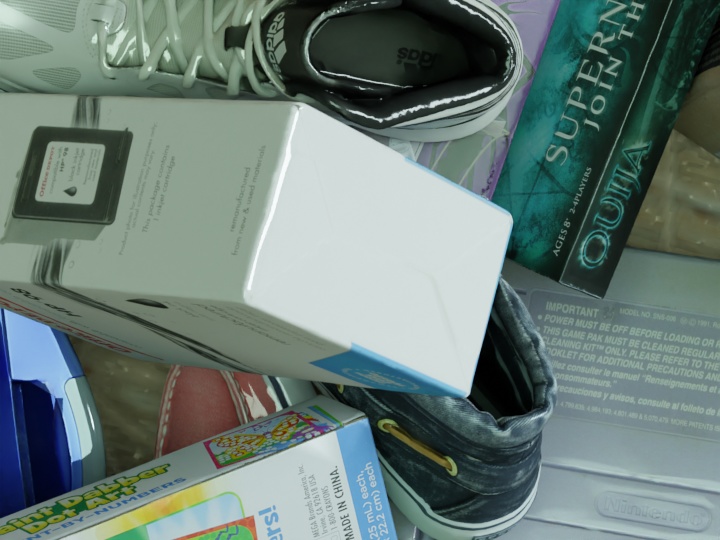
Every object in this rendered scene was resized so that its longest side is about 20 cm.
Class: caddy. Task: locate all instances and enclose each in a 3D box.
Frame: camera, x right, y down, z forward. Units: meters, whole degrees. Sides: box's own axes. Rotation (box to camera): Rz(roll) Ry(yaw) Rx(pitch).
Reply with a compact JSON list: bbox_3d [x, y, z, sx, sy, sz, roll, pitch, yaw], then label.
[{"bbox_3d":[-0.144,0.070,1.071,0.104,0.141,0.201,-7,94,5],"label":"caddy"}]

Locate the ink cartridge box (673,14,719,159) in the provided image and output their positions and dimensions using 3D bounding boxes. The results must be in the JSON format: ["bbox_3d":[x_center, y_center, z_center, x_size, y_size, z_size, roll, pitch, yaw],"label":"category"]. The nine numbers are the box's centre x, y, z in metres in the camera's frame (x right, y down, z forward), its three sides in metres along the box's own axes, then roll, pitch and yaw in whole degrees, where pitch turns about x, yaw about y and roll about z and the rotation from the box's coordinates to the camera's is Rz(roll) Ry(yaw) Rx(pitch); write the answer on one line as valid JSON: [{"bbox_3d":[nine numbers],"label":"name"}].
[{"bbox_3d":[0.214,-0.037,1.043,0.199,0.165,0.075,33,88,0],"label":"ink cartridge box"}]

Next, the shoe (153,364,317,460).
[{"bbox_3d":[-0.059,0.120,1.087,0.071,0.091,0.202,-1,97,38],"label":"shoe"}]

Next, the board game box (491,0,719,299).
[{"bbox_3d":[0.075,-0.104,1.066,0.028,0.135,0.201,20,93,-40],"label":"board game box"}]

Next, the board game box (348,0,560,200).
[{"bbox_3d":[-0.032,-0.104,1.029,0.199,0.032,0.121,19,85,-3],"label":"board game box"}]

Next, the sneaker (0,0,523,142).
[{"bbox_3d":[-0.042,-0.086,0.956,0.199,0.115,0.076,7,89,-2],"label":"sneaker"}]

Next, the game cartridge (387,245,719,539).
[{"bbox_3d":[0.115,0.058,1.095,0.199,0.038,0.130,9,75,10],"label":"game cartridge"}]

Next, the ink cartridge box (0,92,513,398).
[{"bbox_3d":[-0.064,-0.010,0.990,0.199,0.116,0.067,4,76,43],"label":"ink cartridge box"}]

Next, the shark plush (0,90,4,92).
[{"bbox_3d":[-0.199,-0.136,1.089,0.090,0.083,0.201,-25,92,2],"label":"shark plush"}]

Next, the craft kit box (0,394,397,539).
[{"bbox_3d":[-0.068,0.170,1.017,0.197,0.048,0.201,-20,108,-24],"label":"craft kit box"}]

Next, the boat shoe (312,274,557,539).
[{"bbox_3d":[0.000,0.000,1.056,0.071,0.091,0.200,-33,70,-25],"label":"boat shoe"}]
